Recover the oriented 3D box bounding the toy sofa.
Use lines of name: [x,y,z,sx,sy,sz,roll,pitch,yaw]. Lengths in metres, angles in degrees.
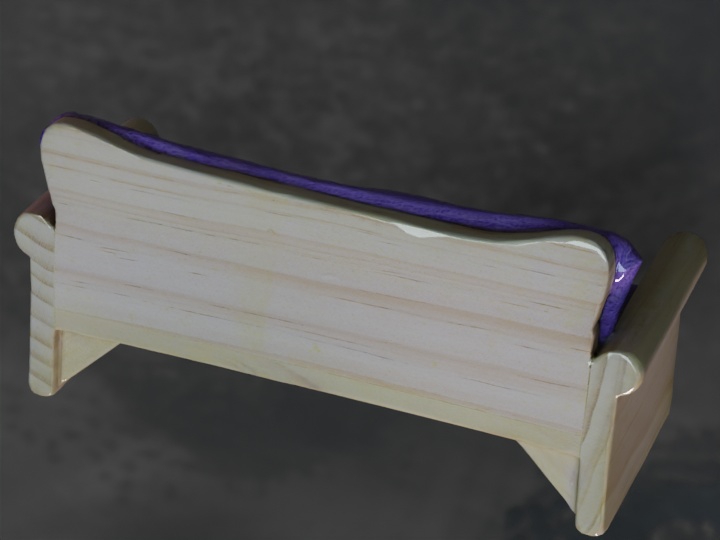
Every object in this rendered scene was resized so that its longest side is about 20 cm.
toy sofa: [0.000,0.000,0.827,0.199,0.083,0.098,12,119,17]
